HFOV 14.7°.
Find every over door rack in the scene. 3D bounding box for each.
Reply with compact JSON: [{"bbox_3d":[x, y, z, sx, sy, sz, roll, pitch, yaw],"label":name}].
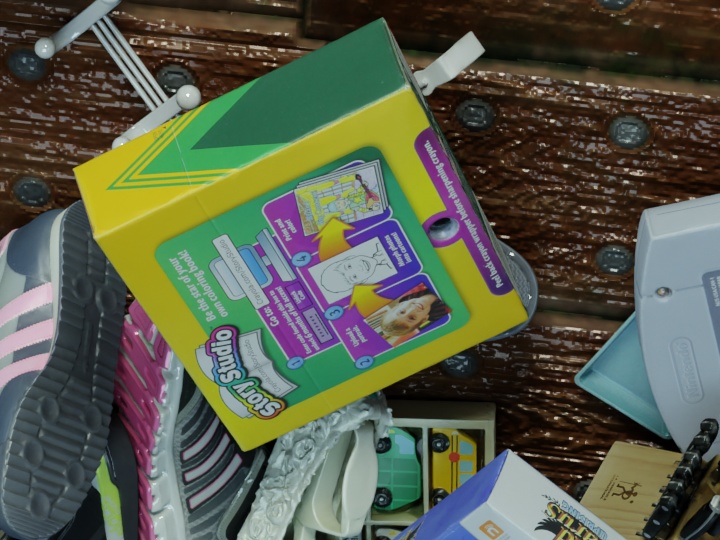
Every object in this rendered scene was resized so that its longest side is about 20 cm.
[{"bbox_3d":[-0.060,-0.112,1.447,0.199,0.067,0.148,-34,98,29],"label":"over door rack"}]

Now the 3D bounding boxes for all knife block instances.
[{"bbox_3d":[0.212,0.160,1.539,0.175,0.064,0.200,11,148,41],"label":"knife block"}]

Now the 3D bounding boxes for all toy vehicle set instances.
[{"bbox_3d":[0.018,0.171,1.644,0.123,0.027,0.202,1,113,5],"label":"toy vehicle set"}]

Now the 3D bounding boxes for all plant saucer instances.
[{"bbox_3d":[0.201,0.012,1.536,0.070,0.019,0.200,31,123,-12],"label":"plant saucer"}]

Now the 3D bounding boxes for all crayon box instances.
[{"bbox_3d":[-0.026,-0.013,1.425,0.172,0.059,0.200,-24,138,5],"label":"crayon box"}]

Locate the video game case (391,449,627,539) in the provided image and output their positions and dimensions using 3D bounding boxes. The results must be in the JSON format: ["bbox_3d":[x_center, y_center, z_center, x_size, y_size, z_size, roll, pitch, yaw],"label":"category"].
[{"bbox_3d":[0.092,0.209,1.572,0.181,0.046,0.200,38,136,-9],"label":"video game case"}]

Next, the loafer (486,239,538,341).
[{"bbox_3d":[0.000,0.000,1.548,0.198,0.063,0.072,8,86,3],"label":"loafer"}]

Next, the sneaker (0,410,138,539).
[{"bbox_3d":[-0.174,0.163,1.614,0.082,0.072,0.201,-14,119,-22],"label":"sneaker"}]

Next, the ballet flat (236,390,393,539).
[{"bbox_3d":[-0.030,0.145,1.577,0.071,0.072,0.201,16,113,-1],"label":"ballet flat"}]

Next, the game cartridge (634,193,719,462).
[{"bbox_3d":[0.218,0.035,1.514,0.132,0.041,0.201,-14,130,6],"label":"game cartridge"}]

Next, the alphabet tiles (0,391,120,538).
[{"bbox_3d":[-0.153,0.148,1.660,0.165,0.006,0.201,-8,127,-15],"label":"alphabet tiles"}]

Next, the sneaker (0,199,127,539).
[{"bbox_3d":[-0.183,0.061,1.540,0.082,0.201,0.070,-15,141,37],"label":"sneaker"}]

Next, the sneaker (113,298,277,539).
[{"bbox_3d":[-0.089,0.088,1.593,0.087,0.074,0.201,-14,126,-21],"label":"sneaker"}]
